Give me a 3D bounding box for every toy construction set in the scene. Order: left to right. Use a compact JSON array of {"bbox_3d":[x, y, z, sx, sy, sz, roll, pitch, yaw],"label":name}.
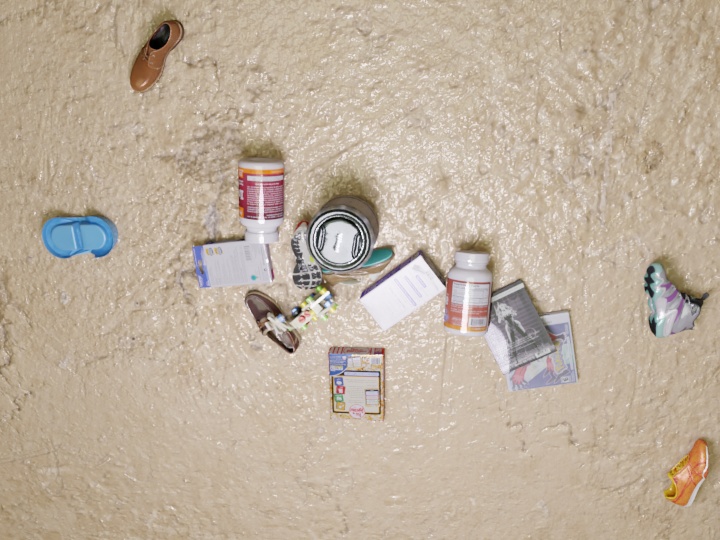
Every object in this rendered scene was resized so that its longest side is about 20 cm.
[{"bbox_3d":[-0.143,0.110,1.559,0.199,0.131,0.092,-24,102,13],"label":"toy construction set"}]

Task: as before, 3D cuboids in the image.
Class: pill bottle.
[{"bbox_3d":[-0.244,-0.173,1.495,0.113,0.113,0.201,4,107,5],"label":"pill bottle"},{"bbox_3d":[0.268,0.054,1.498,0.112,0.112,0.201,4,97,5],"label":"pill bottle"}]

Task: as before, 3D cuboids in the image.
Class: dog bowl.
[{"bbox_3d":[-0.740,-0.092,1.611,0.199,0.050,0.112,-2,107,7],"label":"dog bowl"}]

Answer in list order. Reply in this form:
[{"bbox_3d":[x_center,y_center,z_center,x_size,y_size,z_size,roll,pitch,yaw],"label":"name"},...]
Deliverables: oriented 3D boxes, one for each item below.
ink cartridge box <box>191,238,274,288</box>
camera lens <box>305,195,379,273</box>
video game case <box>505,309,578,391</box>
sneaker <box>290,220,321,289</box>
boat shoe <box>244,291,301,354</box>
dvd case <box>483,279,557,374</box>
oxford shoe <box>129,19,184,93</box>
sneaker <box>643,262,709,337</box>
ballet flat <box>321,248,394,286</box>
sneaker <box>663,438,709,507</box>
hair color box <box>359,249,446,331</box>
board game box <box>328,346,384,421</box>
[{"bbox_3d":[-0.334,-0.020,1.590,0.199,0.042,0.120,-6,106,6],"label":"ink cartridge box"},{"bbox_3d":[-0.038,-0.092,1.450,0.159,0.200,0.161,2,107,6],"label":"camera lens"},{"bbox_3d":[0.461,0.212,1.575,0.182,0.023,0.201,-10,105,10],"label":"video game case"},{"bbox_3d":[-0.134,-0.038,1.545,0.077,0.085,0.200,3,129,0],"label":"sneaker"},{"bbox_3d":[-0.237,0.142,1.610,0.072,0.072,0.200,-35,100,15],"label":"boat shoe"},{"bbox_3d":[0.385,0.145,1.541,0.148,0.016,0.201,-27,86,14],"label":"dvd case"},{"bbox_3d":[-0.501,-0.513,1.447,0.071,0.071,0.200,36,109,-6],"label":"oxford shoe"},{"bbox_3d":[0.774,0.061,1.472,0.139,0.078,0.201,-12,114,8],"label":"sneaker"},{"bbox_3d":[0.000,0.000,1.550,0.199,0.068,0.072,-16,124,11],"label":"ballet flat"},{"bbox_3d":[0.863,0.535,1.602,0.077,0.073,0.201,17,105,12],"label":"sneaker"},{"bbox_3d":[0.108,0.051,1.548,0.200,0.065,0.109,-36,99,17],"label":"hair color box"},{"bbox_3d":[-0.009,0.309,1.647,0.151,0.046,0.201,2,107,6],"label":"board game box"}]
